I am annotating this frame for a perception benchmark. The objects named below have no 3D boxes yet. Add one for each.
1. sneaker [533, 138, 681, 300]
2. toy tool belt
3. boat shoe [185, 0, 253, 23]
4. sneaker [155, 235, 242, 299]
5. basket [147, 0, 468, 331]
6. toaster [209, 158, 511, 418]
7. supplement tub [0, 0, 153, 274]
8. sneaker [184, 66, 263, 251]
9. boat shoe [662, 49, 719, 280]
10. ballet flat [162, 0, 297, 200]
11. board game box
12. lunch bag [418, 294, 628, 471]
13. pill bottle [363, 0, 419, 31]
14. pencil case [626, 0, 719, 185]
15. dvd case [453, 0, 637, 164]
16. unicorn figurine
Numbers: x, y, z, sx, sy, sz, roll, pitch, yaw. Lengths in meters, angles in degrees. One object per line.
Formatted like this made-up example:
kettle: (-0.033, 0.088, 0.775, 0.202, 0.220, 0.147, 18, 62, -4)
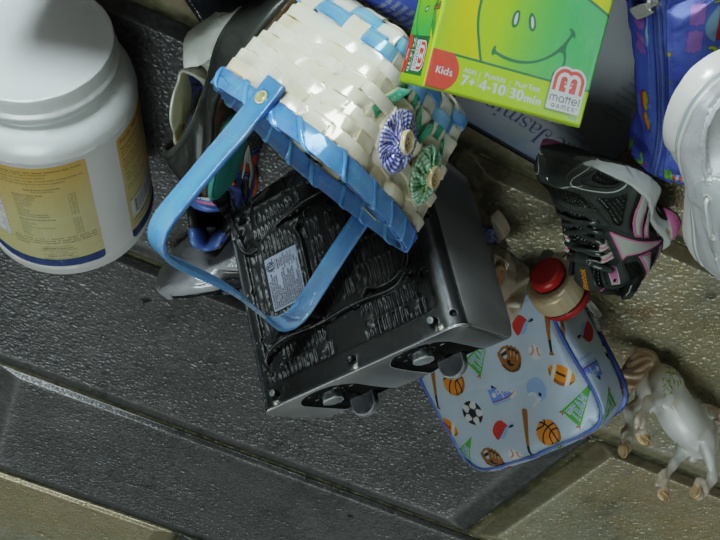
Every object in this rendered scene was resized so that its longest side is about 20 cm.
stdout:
sneaker: (0.185, -0.028, 0.847, 0.080, 0.088, 0.199, 22, 176, 40)
toy tool belt: (0.081, -0.006, 0.938, 0.198, 0.126, 0.123, -3, 143, 42)
boat shoe: (-0.069, -0.160, 0.840, 0.074, 0.063, 0.200, -13, 135, 35)
sneaker: (-0.098, 0.009, 1.059, 0.198, 0.076, 0.114, -19, 131, 33)
basket: (-0.033, -0.066, 0.726, 0.139, 0.201, 0.176, 41, -177, 31)
toaster: (0.000, 0.000, 0.864, 0.179, 0.203, 0.118, -26, 155, 24)
supplement tub: (-0.244, -0.109, 0.893, 0.142, 0.146, 0.202, 11, 144, 4)
sneaker: (-0.116, -0.089, 0.934, 0.074, 0.079, 0.201, 10, 144, 3)
boat shoe: (0.239, -0.052, 0.716, 0.071, 0.069, 0.201, -26, 141, -7)
ballet flat: (-0.099, -0.133, 0.794, 0.068, 0.068, 0.201, 39, 131, 7)
board game box: (0.097, -0.193, 0.628, 0.100, 0.204, 0.048, 11, -171, -17)
lunch bag: (0.148, 0.092, 1.050, 0.199, 0.075, 0.162, -32, 84, 43)
pill bottle: (0.040, -0.210, 0.693, 0.198, 0.114, 0.112, 27, 142, -19)
pencil case: (0.208, -0.141, 0.719, 0.078, 0.087, 0.201, 34, 157, 33)
dvd case: (0.164, -0.146, 0.817, 0.141, 0.018, 0.200, 26, 142, -17)
unicorn figurine: (0.312, 0.156, 1.099, 0.073, 0.138, 0.202, -4, 127, 38)
